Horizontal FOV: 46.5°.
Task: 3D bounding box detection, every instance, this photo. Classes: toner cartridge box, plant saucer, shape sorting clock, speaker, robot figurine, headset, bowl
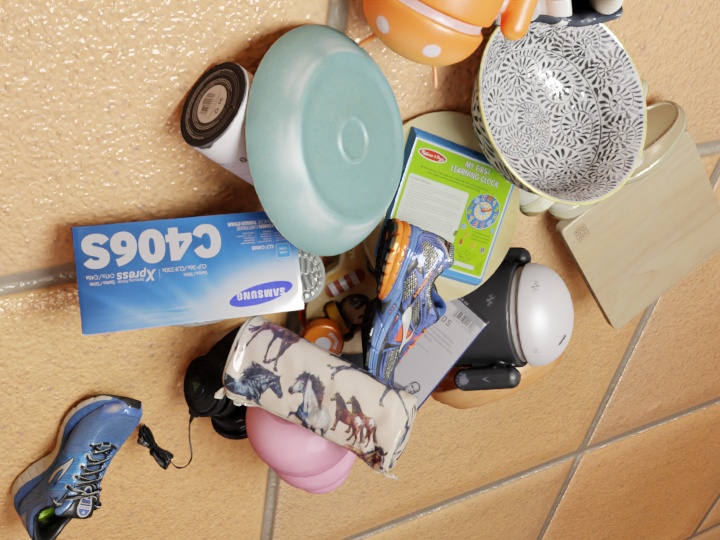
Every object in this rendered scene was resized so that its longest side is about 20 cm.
[{"bbox_3d":[-0.155,0.000,0.762,0.197,0.043,0.096,-7,90,-17],"label":"toner cartridge box"},{"bbox_3d":[-0.017,-0.114,0.734,0.199,0.036,0.203,-3,94,-51],"label":"plant saucer"},{"bbox_3d":[0.086,-0.066,0.888,0.198,0.039,0.203,-7,107,-25],"label":"shape sorting clock"},{"bbox_3d":[0.185,0.129,1.097,0.198,0.038,0.200,-25,-178,1],"label":"plant saucer"},{"bbox_3d":[-0.065,-0.103,0.765,0.081,0.081,0.199,-47,138,12],"label":"speaker"},{"bbox_3d":[0.075,-0.257,0.691,0.143,0.117,0.201,5,125,-39],"label":"robot figurine"},{"bbox_3d":[-0.162,0.138,0.946,0.200,0.094,0.124,-48,144,-11],"label":"headset"},{"bbox_3d":[0.183,-0.159,0.854,0.198,0.094,0.204,3,83,-23],"label":"bowl"},{"bbox_3d":[0.152,0.054,0.994,0.125,0.198,0.152,-23,108,-62],"label":"robot figurine"}]

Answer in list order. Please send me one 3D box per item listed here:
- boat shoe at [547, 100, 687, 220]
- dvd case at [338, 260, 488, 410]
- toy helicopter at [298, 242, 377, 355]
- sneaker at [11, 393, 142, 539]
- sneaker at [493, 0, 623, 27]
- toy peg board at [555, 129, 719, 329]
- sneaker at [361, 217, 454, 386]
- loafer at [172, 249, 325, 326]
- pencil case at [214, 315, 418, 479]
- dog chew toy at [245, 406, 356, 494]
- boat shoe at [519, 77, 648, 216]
[{"bbox_3d":[0.300,-0.141,0.999,0.199,0.072,0.065,-35,141,6],"label":"boat shoe"},{"bbox_3d":[0.031,0.085,0.965,0.201,0.150,0.025,-53,167,18],"label":"dvd case"},{"bbox_3d":[0.000,0.000,0.903,0.130,0.079,0.202,-1,115,-7],"label":"toy helicopter"},{"bbox_3d":[-0.293,0.215,0.893,0.078,0.089,0.200,24,112,-47],"label":"sneaker"},{"bbox_3d":[0.218,-0.271,0.752,0.198,0.129,0.080,-25,123,-23],"label":"sneaker"},{"bbox_3d":[0.355,-0.066,1.108,0.199,0.098,0.200,-38,124,1],"label":"toy peg board"},{"bbox_3d":[0.046,0.047,0.842,0.077,0.076,0.202,8,122,-6],"label":"sneaker"},{"bbox_3d":[-0.136,0.017,0.827,0.197,0.076,0.070,-2,175,-15],"label":"loafer"},{"bbox_3d":[-0.038,0.124,0.815,0.090,0.198,0.078,-64,172,2],"label":"pencil case"},{"bbox_3d":[-0.056,0.189,0.942,0.123,0.125,0.201,-27,144,-11],"label":"dog chew toy"},{"bbox_3d":[0.239,-0.153,0.942,0.066,0.074,0.200,40,93,-24],"label":"boat shoe"}]
